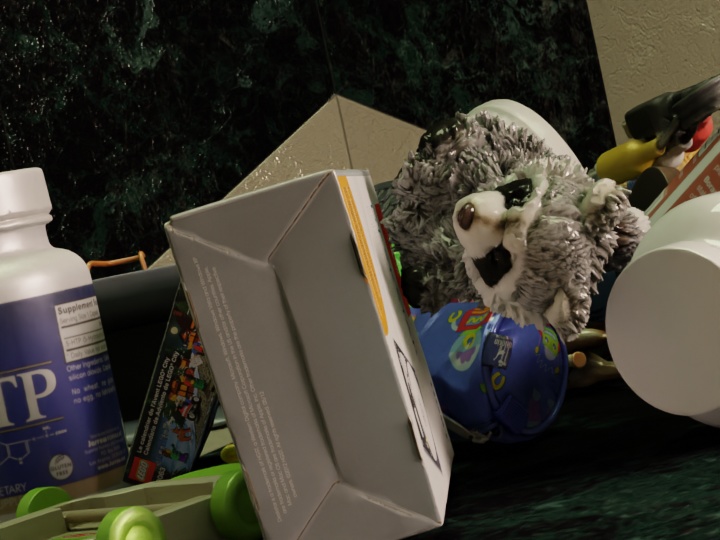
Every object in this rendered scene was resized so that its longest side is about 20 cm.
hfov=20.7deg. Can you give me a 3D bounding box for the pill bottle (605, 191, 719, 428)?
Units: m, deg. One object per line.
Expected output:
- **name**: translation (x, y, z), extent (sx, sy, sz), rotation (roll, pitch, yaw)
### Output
- **pill bottle**: translation (0.202, 0.011, 0.952), extent (0.112, 0.113, 0.200), rotation (-10, 3, 41)

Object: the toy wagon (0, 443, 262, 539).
- **toy wagon**: translation (-0.109, 0.118, 0.913), extent (0.155, 0.040, 0.200), rotation (-10, 2, 42)

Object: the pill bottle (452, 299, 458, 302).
- **pill bottle**: translation (0.001, 0.039, 1.355), extent (0.114, 0.115, 0.200), rotation (-11, 2, 20)

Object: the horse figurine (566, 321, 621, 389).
- **horse figurine**: translation (0.110, 0.055, 1.176), extent (0.200, 0.050, 0.132), rotation (-17, 7, -37)

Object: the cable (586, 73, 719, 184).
- **cable**: translation (0.206, -0.089, 1.193), extent (0.097, 0.050, 0.200), rotation (-24, 2, -14)

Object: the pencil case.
- **pencil case**: translation (0.017, 0.065, 1.086), extent (0.199, 0.078, 0.087), rotation (-10, 42, 35)

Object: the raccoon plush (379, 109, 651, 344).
- **raccoon plush**: translation (0.110, -0.023, 0.936), extent (0.200, 0.097, 0.134), rotation (-10, 19, -39)

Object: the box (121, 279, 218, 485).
- **box**: translation (-0.096, 0.046, 1.192), extent (0.038, 0.137, 0.200), rotation (18, 7, -2)

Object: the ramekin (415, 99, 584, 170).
- **ramekin**: translation (0.110, -0.030, 1.597), extent (0.094, 0.203, 0.202), rotation (-26, 7, -22)

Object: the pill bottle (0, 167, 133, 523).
- **pill bottle**: translation (-0.208, 0.047, 1.147), extent (0.119, 0.201, 0.120), rotation (-12, 2, 0)

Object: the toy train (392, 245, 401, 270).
- **toy train**: translation (0.000, 0.000, 1.215), extent (0.056, 0.042, 0.200), rotation (-6, 27, -22)

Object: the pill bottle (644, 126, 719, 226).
- **pill bottle**: translation (0.246, -0.048, 1.101), extent (0.200, 0.112, 0.112), rotation (-51, -17, 27)

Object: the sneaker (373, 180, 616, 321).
- **sneaker**: translation (0.075, -0.005, 1.277), extent (0.200, 0.079, 0.066), rotation (14, 60, 36)

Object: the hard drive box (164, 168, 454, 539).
- **hard drive box**: translation (-0.017, 0.037, 0.900), extent (0.077, 0.156, 0.200), rotation (-17, 2, 4)

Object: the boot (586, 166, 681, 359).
- **boot**: translation (0.191, 0.004, 1.271), extent (0.075, 0.074, 0.200), rotation (-3, -29, -21)

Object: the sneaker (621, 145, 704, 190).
- **sneaker**: translation (0.190, -0.010, 1.355), extent (0.075, 0.088, 0.200), rotation (-19, -16, -42)

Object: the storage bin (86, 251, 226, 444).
- **storage bin**: translation (-0.167, 0.064, 1.540), extent (0.199, 0.146, 0.134), rotation (-12, -8, 10)
